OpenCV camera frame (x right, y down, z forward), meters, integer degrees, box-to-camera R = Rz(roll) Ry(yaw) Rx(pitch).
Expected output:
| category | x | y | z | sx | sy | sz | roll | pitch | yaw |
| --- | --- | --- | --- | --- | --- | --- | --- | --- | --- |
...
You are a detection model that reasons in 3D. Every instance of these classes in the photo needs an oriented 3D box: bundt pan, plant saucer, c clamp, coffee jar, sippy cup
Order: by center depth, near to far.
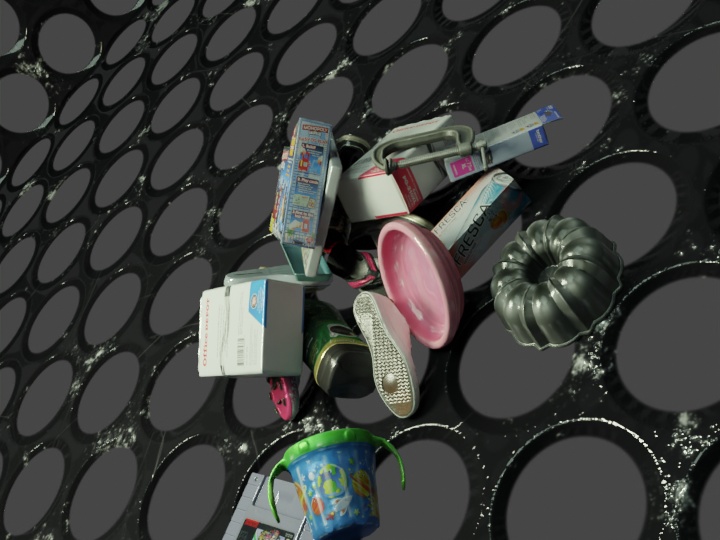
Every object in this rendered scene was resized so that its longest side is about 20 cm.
| category | x | y | z | sx | sy | sz | roll | pitch | yaw |
| --- | --- | --- | --- | --- | --- | --- | --- | --- | --- |
| sippy cup | -0.031 | 0.309 | 1.336 | 0.176 | 0.139 | 0.133 | -31 | 60 | 27 |
| bundt pan | 0.266 | 0.005 | 1.346 | 0.200 | 0.076 | 0.205 | -28 | 41 | 27 |
| plant saucer | 0.096 | 0.016 | 1.440 | 0.050 | 0.204 | 0.200 | -23 | 30 | -22 |
| c clamp | 0.107 | -0.189 | 1.501 | 0.196 | 0.028 | 0.172 | -9 | 31 | 15 |
| coffee jar | -0.048 | 0.126 | 1.534 | 0.200 | 0.103 | 0.087 | 44 | 119 | 54 |
| plant saucer | -0.100 | -0.018 | 1.722 | 0.200 | 0.068 | 0.019 | -124 | 36 | -69 |

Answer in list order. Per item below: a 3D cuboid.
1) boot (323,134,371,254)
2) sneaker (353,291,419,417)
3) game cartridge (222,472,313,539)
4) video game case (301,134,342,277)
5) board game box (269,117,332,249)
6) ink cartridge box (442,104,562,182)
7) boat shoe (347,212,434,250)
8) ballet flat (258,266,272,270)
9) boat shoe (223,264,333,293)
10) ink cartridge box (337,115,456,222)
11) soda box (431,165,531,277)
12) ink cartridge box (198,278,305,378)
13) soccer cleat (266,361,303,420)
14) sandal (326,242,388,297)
| category | x | y | z | sx | sy | sz | roll | pitch | yaw |
| --- | --- | --- | --- | --- | --- | --- | --- | --- | --- |
| boot | -0.034 | -0.135 | 1.722 | 0.201 | 0.072 | 0.153 | 118 | 166 | -61 |
| sneaker | 0.059 | 0.125 | 1.455 | 0.072 | 0.084 | 0.204 | -33 | 65 | 34 |
| game cartridge | -0.125 | 0.386 | 1.447 | 0.198 | 0.038 | 0.131 | 0 | 54 | 46 |
| video game case | -0.072 | -0.119 | 1.648 | 0.183 | 0.022 | 0.204 | -105 | 27 | -62 |
| board game box | -0.100 | -0.152 | 1.611 | 0.200 | 0.060 | 0.204 | -141 | 62 | -76 |
| ink cartridge box | 0.230 | -0.206 | 1.535 | 0.197 | 0.043 | 0.120 | -23 | 16 | 11 |
| boat shoe | 0.049 | -0.060 | 1.635 | 0.198 | 0.071 | 0.066 | 4 | 67 | 50 |
| ballet flat | -0.179 | 0.076 | 1.737 | 0.068 | 0.074 | 0.203 | -46 | 31 | 42 |
| boat shoe | -0.146 | 0.030 | 1.706 | 0.195 | 0.063 | 0.072 | -4 | 18 | -8 |
| ink cartridge box | 0.070 | -0.175 | 1.635 | 0.143 | 0.085 | 0.200 | -5 | 30 | 45 |
| soda box | 0.175 | -0.067 | 1.513 | 0.200 | 0.063 | 0.068 | -48 | 36 | 3 |
| ink cartridge box | -0.181 | 0.100 | 1.560 | 0.198 | 0.083 | 0.148 | -9 | 76 | 50 |
| soccer cleat | -0.121 | 0.155 | 1.618 | 0.070 | 0.085 | 0.203 | -57 | 44 | 49 |
| sandal | 0.000 | 0.000 | 1.626 | 0.198 | 0.045 | 0.076 | 23 | 88 | 45 |
